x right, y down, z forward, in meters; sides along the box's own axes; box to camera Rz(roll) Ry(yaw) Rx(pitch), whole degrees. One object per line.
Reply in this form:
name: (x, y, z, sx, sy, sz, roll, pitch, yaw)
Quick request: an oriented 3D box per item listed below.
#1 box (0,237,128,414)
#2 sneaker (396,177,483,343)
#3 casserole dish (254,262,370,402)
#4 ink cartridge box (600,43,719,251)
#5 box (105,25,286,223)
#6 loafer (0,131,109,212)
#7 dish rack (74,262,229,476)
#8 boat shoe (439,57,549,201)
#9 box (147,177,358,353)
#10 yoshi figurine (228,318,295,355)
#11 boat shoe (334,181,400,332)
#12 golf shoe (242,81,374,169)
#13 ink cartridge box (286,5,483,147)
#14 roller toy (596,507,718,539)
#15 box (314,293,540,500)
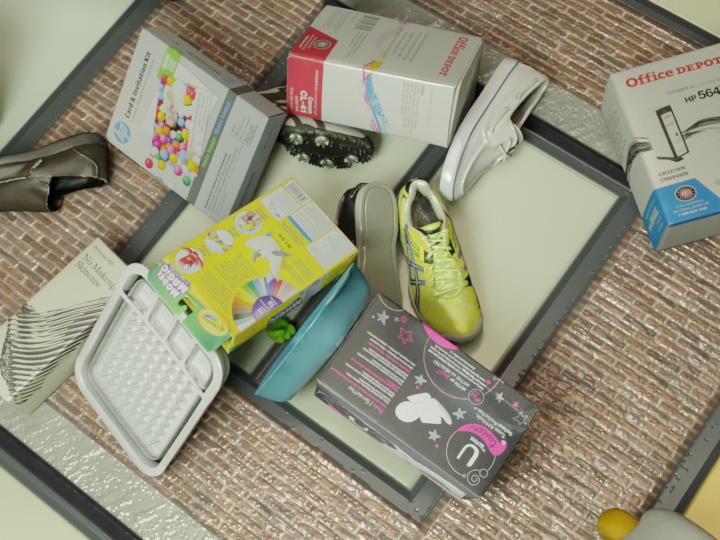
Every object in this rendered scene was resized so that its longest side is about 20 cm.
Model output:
box: (-0.339, 0.064, 1.287, 0.082, 0.068, 0.200, 40, 79, 18)
sneaker: (0.081, -0.011, 1.269, 0.075, 0.076, 0.200, -21, 70, -4)
casserole dish: (-0.047, 0.073, 1.200, 0.039, 0.200, 0.121, 36, 48, -3)
ink cartridge box: (0.376, -0.141, 1.283, 0.146, 0.084, 0.200, -16, 69, 0)
box: (-0.197, -0.170, 1.328, 0.200, 0.041, 0.156, 38, 121, 18)
loafer: (-0.393, -0.102, 1.353, 0.200, 0.073, 0.071, -23, 69, -2)
dish rack: (-0.221, 0.106, 1.222, 0.172, 0.044, 0.200, 47, 124, 19)
boat shoe: (0.158, -0.162, 1.320, 0.065, 0.074, 0.200, 24, 74, 18)
box: (-0.114, -0.001, 1.180, 0.200, 0.048, 0.117, -34, 73, -29)
yoshi figurine: (-0.127, 0.035, 1.259, 0.200, 0.112, 0.112, -40, 77, -6)
boat shoe: (0.000, 0.000, 1.280, 0.074, 0.060, 0.200, 2, 86, -35)
golf shoe: (-0.076, -0.179, 1.351, 0.200, 0.077, 0.088, 12, 65, 10)
ink cartridge box: (0.029, -0.229, 1.321, 0.200, 0.086, 0.148, 15, 37, 11)
roller toy: (0.306, 0.322, 1.064, 0.140, 0.200, 0.183, -42, 106, -10)
box: (0.062, 0.136, 1.169, 0.200, 0.132, 0.115, 36, 77, 5)
